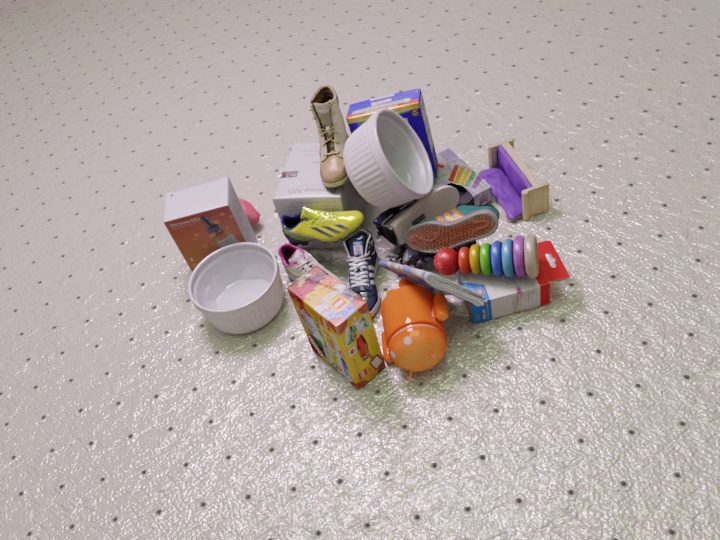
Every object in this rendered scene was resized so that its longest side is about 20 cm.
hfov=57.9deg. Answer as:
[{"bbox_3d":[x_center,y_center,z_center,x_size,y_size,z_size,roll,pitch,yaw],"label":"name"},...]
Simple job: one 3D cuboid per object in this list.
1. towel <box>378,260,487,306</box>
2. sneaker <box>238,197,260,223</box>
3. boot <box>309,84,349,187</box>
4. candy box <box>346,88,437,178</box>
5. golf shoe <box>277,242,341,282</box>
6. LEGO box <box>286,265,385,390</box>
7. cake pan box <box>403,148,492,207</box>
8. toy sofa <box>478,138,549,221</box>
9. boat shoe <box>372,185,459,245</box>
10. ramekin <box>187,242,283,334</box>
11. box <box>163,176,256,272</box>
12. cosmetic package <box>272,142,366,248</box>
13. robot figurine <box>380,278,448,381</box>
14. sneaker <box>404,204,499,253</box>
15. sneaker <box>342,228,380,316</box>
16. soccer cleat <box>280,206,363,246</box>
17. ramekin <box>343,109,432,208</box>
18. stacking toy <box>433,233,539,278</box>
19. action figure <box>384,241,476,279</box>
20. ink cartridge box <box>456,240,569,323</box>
[{"bbox_3d":[0.134,0.023,1.258,0.200,0.147,0.024,18,85,64],"label":"towel"},{"bbox_3d":[-0.320,-0.153,1.655,0.087,0.074,0.200,6,17,-36],"label":"sneaker"},{"bbox_3d":[-0.067,-0.291,1.408,0.072,0.155,0.200,-6,47,9],"label":"boot"},{"bbox_3d":[0.077,-0.298,1.500,0.169,0.200,0.077,-9,38,15],"label":"candy box"},{"bbox_3d":[-0.112,0.007,1.416,0.200,0.092,0.075,33,75,36],"label":"golf shoe"},{"bbox_3d":[-0.043,0.109,1.232,0.077,0.200,0.149,-39,49,-21],"label":"LEGO box"},{"bbox_3d":[0.187,-0.189,1.546,0.184,0.052,0.200,-28,48,-7],"label":"cake pan box"},{"bbox_3d":[0.346,-0.208,1.496,0.097,0.083,0.200,-18,46,-3],"label":"toy sofa"},{"bbox_3d":[0.119,-0.133,1.440,0.200,0.075,0.093,-33,32,-21],"label":"boat shoe"},{"bbox_3d":[-0.262,0.044,1.419,0.200,0.105,0.200,-7,47,8],"label":"ramekin"},{"bbox_3d":[-0.341,-0.092,1.501,0.152,0.200,0.106,-15,46,3],"label":"box"},{"bbox_3d":[-0.086,-0.177,1.530,0.165,0.165,0.200,0,48,15],"label":"cosmetic package"},{"bbox_3d":[0.102,0.108,1.249,0.144,0.117,0.200,-13,46,5],"label":"robot figurine"},{"bbox_3d":[0.192,-0.090,1.353,0.200,0.071,0.080,-11,21,21],"label":"sneaker"},{"bbox_3d":[0.000,0.000,1.383,0.070,0.109,0.200,-6,47,11],"label":"sneaker"},{"bbox_3d":[-0.088,-0.104,1.403,0.200,0.084,0.065,-9,34,31],"label":"soccer cleat"},{"bbox_3d":[0.054,-0.228,1.377,0.105,0.200,0.200,-26,39,33],"label":"ramekin"},{"bbox_3d":[0.243,-0.022,1.271,0.200,0.085,0.085,-4,47,21],"label":"stacking toy"},{"bbox_3d":[0.149,-0.033,1.401,0.200,0.069,0.130,-3,51,16],"label":"action figure"},{"bbox_3d":[0.303,0.021,1.307,0.200,0.067,0.116,-15,47,2],"label":"ink cartridge box"}]
